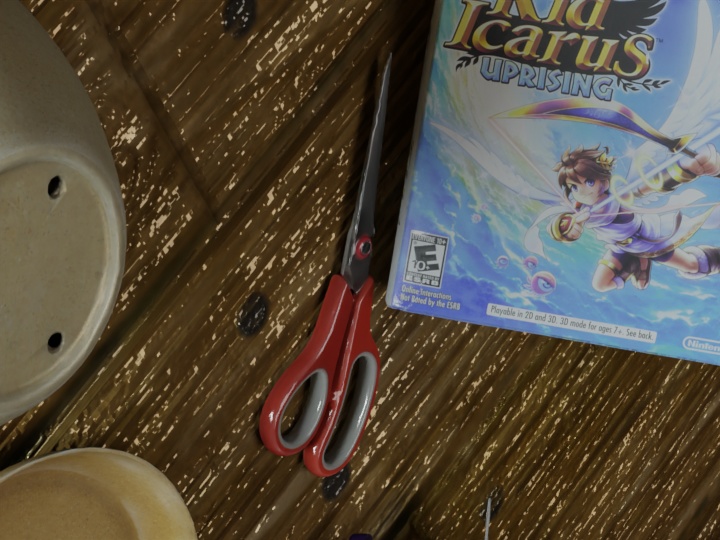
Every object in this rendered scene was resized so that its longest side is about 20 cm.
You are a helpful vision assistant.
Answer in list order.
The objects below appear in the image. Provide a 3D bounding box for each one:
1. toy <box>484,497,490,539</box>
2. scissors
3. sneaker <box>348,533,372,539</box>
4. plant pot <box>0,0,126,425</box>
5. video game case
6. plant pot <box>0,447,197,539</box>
[{"bbox_3d":[0.049,0.215,1.231,0.200,0.047,0.116,89,5,-54],"label":"toy"},{"bbox_3d":[0.000,0.000,1.129,0.073,0.014,0.201,13,95,-51],"label":"scissors"},{"bbox_3d":[0.009,0.225,1.202,0.088,0.074,0.201,-53,145,-38],"label":"sneaker"},{"bbox_3d":[-0.157,-0.016,0.816,0.200,0.134,0.201,-27,127,-43],"label":"plant pot"},{"bbox_3d":[0.123,-0.057,1.114,0.045,0.199,0.182,-80,179,-76],"label":"video game case"},{"bbox_3d":[-0.145,0.165,1.010,0.200,0.027,0.201,-27,127,-43],"label":"plant pot"}]
